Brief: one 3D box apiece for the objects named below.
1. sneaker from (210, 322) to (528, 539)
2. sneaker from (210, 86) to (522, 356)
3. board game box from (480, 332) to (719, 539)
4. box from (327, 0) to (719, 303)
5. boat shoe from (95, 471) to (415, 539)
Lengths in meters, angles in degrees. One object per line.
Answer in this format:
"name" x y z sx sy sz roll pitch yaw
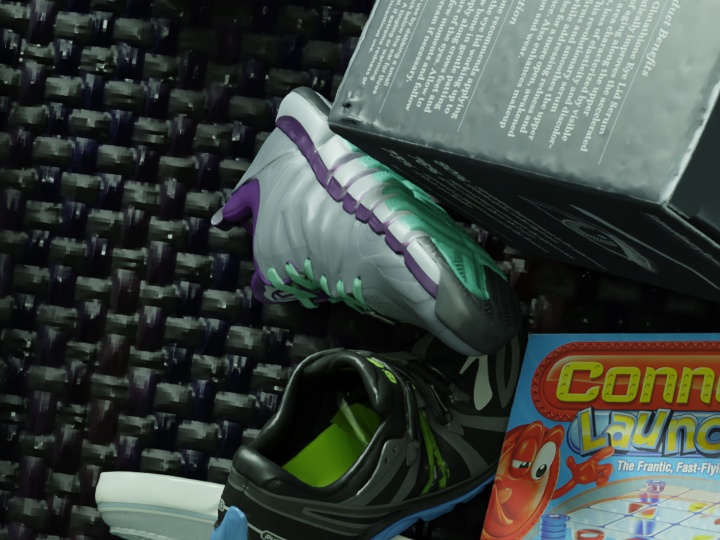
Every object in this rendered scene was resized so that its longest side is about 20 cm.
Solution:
"sneaker" 0.014 0.066 1.130 0.071 0.083 0.199 29 42 29
"sneaker" 0.000 0.000 1.156 0.088 0.074 0.200 -50 37 9
"board game box" 0.146 0.125 1.087 0.199 0.056 0.197 -2 62 33
"box" 0.112 -0.063 1.096 0.199 0.148 0.105 16 79 43
"boat shoe" -0.031 0.143 1.168 0.200 0.070 0.072 16 80 8
